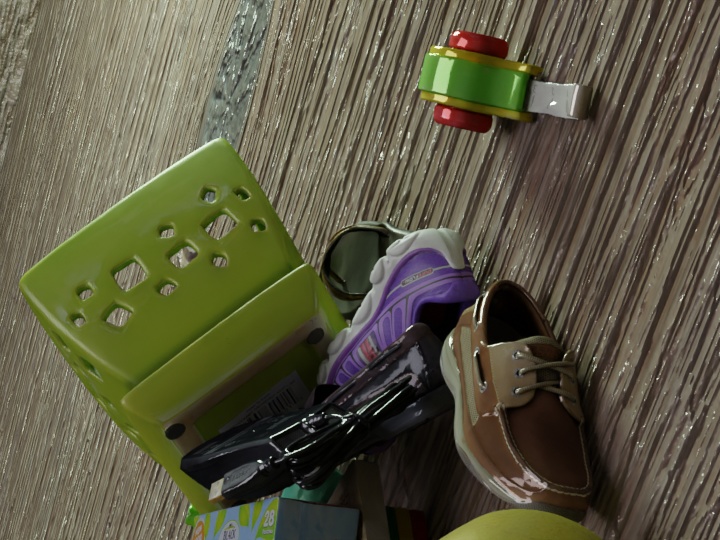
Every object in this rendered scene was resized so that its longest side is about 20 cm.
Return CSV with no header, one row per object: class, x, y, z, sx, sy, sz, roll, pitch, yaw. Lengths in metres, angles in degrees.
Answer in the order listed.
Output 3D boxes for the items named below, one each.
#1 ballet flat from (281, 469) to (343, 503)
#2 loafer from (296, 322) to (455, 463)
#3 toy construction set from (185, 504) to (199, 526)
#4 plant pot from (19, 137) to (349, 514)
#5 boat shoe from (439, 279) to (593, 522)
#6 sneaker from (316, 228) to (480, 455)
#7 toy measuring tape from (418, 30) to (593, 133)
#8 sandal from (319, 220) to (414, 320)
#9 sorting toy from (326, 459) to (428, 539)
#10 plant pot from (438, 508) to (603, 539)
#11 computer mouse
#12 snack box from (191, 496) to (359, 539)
ballet flat,-0.053,0.244,1.482,0.070,0.067,0.201,18,-98,-65
loafer,-0.003,0.095,1.329,0.200,0.072,0.063,-30,84,42
toy construction set,-0.102,0.166,1.663,0.131,0.092,0.201,104,169,-67
plant pot,-0.109,0.057,1.454,0.182,0.200,0.199,48,170,39
boat shoe,0.097,0.074,1.158,0.200,0.075,0.072,-114,40,-55
sneaker,0.028,0.064,1.356,0.084,0.080,0.200,63,144,40
toy measuring tape,0.086,-0.124,1.283,0.200,0.073,0.074,-152,72,-70
sandal,0.000,0.000,1.489,0.200,0.054,0.082,-170,90,-71
sorting toy,0.004,0.273,1.328,0.199,0.069,0.200,-100,28,-43
plant pot,0.081,0.212,1.009,0.200,0.199,0.142,-60,3,44
computer mouse,-0.059,0.131,1.253,0.200,0.140,0.046,-20,97,41
snack box,-0.071,0.252,1.342,0.200,0.067,0.169,156,123,-65
